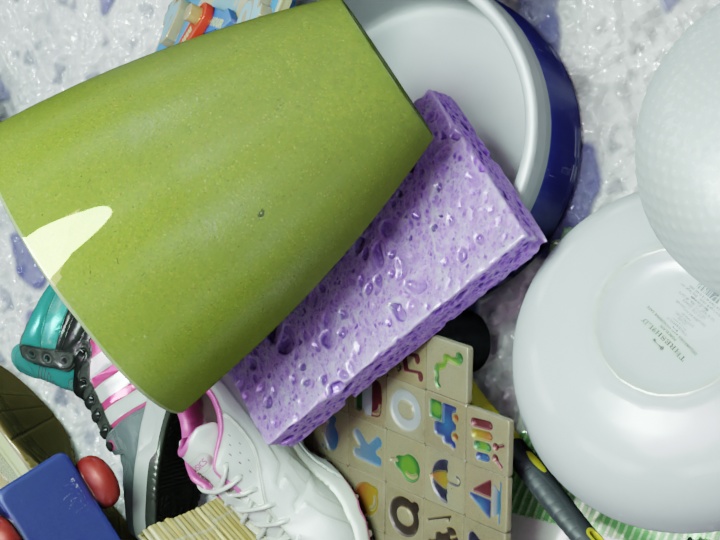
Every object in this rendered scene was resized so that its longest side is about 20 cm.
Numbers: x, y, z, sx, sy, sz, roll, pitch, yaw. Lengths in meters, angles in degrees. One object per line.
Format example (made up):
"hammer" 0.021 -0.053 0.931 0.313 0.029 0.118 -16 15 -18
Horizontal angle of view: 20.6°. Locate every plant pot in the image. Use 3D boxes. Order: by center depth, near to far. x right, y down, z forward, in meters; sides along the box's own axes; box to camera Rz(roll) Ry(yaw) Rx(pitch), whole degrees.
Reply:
"plant pot" -0.068 -0.055 1.075 0.200 0.187 0.187 -34 70 5

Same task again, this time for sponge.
"sponge" 0.000 0.000 1.130 0.200 0.030 0.112 -40 63 20

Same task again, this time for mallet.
"mallet" 0.090 0.094 1.138 0.200 0.066 0.041 47 126 28

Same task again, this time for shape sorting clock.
"shape sorting clock" -0.089 -0.152 1.220 0.200 0.039 0.200 -42 36 41

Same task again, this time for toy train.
"toy train" -0.158 0.213 1.199 0.200 0.085 0.116 58 154 0

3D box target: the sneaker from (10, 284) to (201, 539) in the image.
"sneaker" -0.164 0.076 1.270 0.121 0.084 0.200 -3 76 22

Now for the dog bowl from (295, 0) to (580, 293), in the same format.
"dog bowl" 0.028 -0.078 1.189 0.200 0.079 0.200 -3 84 27

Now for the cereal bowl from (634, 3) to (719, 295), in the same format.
"cereal bowl" 0.242 -0.078 1.030 0.200 0.083 0.200 -4 59 7

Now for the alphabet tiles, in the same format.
"alphabet tiles" 0.016 0.108 1.167 0.200 0.006 0.167 18 114 46

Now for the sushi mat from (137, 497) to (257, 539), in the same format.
"sushi mat" -0.040 0.210 1.193 0.200 0.096 0.012 44 128 24

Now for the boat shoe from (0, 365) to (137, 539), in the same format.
"boat shoe" -0.218 0.142 1.303 0.063 0.073 0.201 -44 76 17

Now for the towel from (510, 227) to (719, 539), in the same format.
"towel" 0.161 0.084 1.139 0.152 0.023 0.200 12 89 27

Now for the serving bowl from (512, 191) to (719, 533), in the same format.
"serving bowl" 0.174 0.037 1.071 0.200 0.066 0.200 -7 67 16

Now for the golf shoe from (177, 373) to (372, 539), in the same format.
"golf shoe" -0.062 0.127 1.189 0.075 0.091 0.200 -43 70 46

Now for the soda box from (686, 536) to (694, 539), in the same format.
"soda box" 0.171 0.254 1.082 0.071 0.063 0.200 24 98 -1
